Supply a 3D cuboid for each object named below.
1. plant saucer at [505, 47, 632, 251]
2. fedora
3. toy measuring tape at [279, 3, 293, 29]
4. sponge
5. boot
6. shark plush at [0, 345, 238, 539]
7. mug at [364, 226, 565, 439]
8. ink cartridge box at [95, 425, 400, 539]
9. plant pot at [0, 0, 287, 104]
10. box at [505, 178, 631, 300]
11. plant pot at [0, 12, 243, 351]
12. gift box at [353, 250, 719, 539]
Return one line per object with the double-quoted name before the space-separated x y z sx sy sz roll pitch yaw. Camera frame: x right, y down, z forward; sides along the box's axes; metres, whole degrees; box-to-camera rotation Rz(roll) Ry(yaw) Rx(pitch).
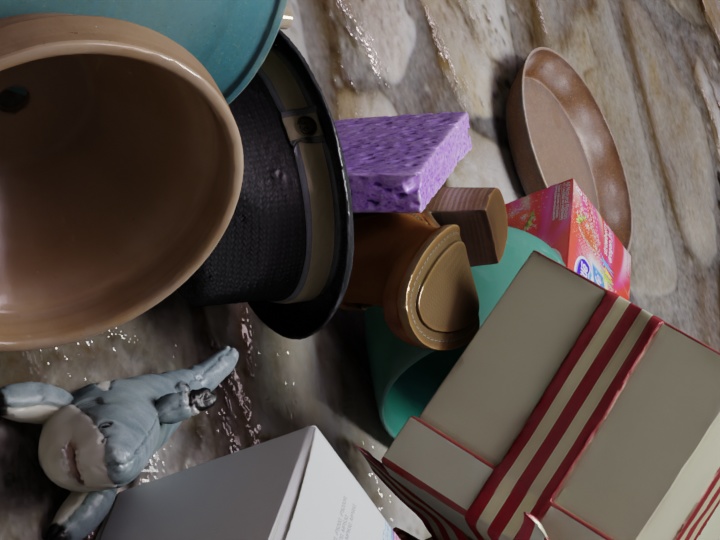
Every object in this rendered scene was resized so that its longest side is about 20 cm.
"plant saucer" 0.179 -0.096 1.936 0.200 0.034 0.202 43 37 -44
"fedora" -0.085 -0.051 1.322 0.091 0.200 0.202 -13 81 -29
"toy measuring tape" -0.113 -0.157 1.314 0.073 0.200 0.074 -21 126 -32
"sponge" 0.005 -0.072 1.470 0.200 0.111 0.030 -51 137 -71
"boot" 0.000 0.000 1.396 0.200 0.154 0.077 -63 142 -58
"shark plush" -0.113 0.089 1.206 0.200 0.083 0.092 -7 77 -62
"mug" 0.070 0.049 1.530 0.151 0.185 0.115 16 47 -31
"ink cartridge box" -0.044 0.214 1.180 0.201 0.144 0.145 55 30 -26
"plant pot" -0.169 -0.183 1.194 0.187 0.199 0.202 1 70 -45
"box" 0.145 0.040 1.708 0.100 0.095 0.201 49 33 -32
"plant pot" -0.166 -0.062 1.115 0.201 0.200 0.093 38 20 -46
"gift box" 0.120 0.117 1.326 0.187 0.184 0.200 -55 149 -11
